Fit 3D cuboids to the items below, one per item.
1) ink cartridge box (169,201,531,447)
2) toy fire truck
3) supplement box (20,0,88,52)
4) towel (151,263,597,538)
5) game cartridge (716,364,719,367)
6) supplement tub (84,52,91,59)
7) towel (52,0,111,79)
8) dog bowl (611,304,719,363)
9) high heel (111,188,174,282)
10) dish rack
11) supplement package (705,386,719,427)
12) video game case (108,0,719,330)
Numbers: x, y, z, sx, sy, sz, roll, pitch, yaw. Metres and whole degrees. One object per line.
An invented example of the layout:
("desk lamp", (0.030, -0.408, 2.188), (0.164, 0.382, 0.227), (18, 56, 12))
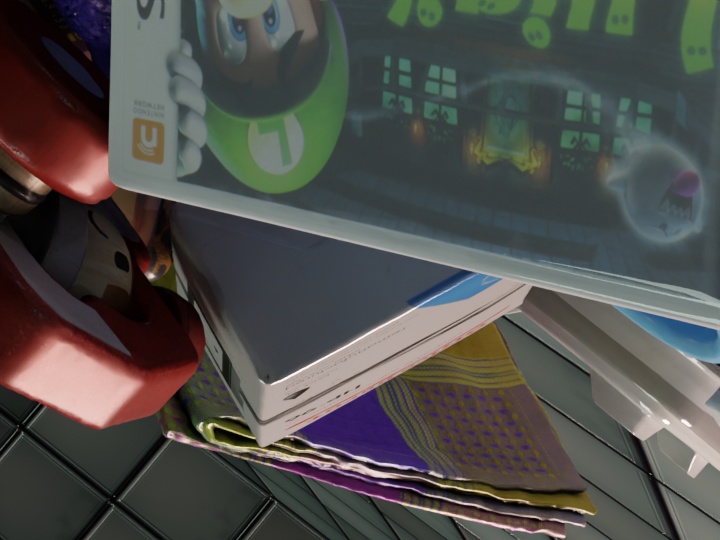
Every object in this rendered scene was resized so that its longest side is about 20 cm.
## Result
("ink cartridge box", (0.000, 0.000, 0.865), (0.068, 0.116, 0.200), (61, 173, 8))
("toy fire truck", (-0.115, -0.028, 0.769), (0.200, 0.112, 0.168), (51, -169, 33))
("supplement box", (-0.107, -0.161, 0.825), (0.200, 0.131, 0.103), (65, -164, -64))
("towel", (-0.005, 0.039, 1.013), (0.200, 0.023, 0.144), (17, -149, -31))
("game cartridge", (0.118, -0.003, 0.957), (0.200, 0.041, 0.133), (38, 177, 8))
("supplement tub", (-0.171, -0.105, 1.078), (0.107, 0.107, 0.200), (42, 156, -10))
("towel", (-0.025, -0.108, 0.778), (0.050, 0.148, 0.200), (51, 173, 22))
("dog bowl", (0.047, -0.049, 0.665), (0.200, 0.050, 0.112), (40, 170, 27))
("high heel", (-0.049, -0.035, 0.951), (0.143, 0.071, 0.200), (45, -156, -34))
("dish rack", (0.091, 0.020, 1.080), (0.200, 0.044, 0.172), (40, -177, 24))
("supplement package", (0.232, 0.077, 0.749), (0.200, 0.111, 0.156), (29, 165, 43))
("video game case", (0.016, -0.093, 0.600), (0.200, 0.182, 0.023), (14, -161, 37))
